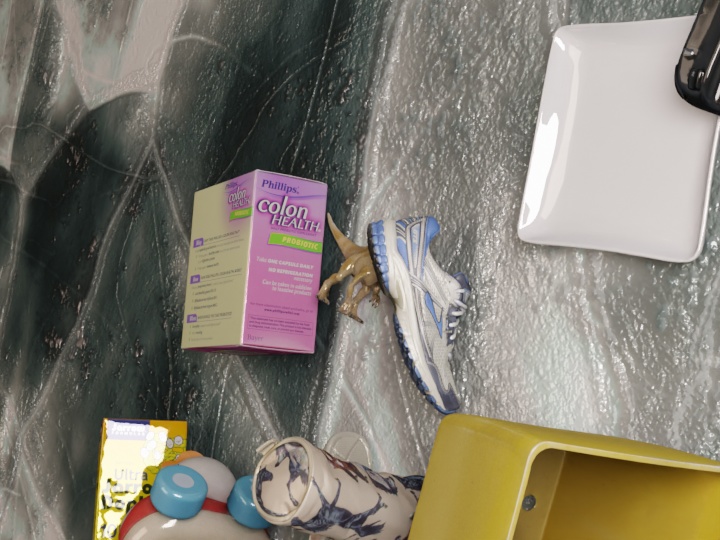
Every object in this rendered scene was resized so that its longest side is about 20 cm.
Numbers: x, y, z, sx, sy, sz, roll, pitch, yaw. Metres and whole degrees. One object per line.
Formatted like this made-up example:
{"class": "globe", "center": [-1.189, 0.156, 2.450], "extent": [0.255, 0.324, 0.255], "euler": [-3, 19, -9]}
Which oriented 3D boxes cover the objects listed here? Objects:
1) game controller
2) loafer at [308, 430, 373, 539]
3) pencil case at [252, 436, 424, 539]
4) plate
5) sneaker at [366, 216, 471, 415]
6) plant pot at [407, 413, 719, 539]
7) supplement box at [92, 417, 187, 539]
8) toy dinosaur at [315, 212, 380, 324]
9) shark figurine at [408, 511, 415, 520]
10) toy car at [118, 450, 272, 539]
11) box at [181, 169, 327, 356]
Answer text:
{"class": "game controller", "center": [0.313, -0.207, 0.818], "extent": [0.104, 0.042, 0.200], "euler": [25, 98, 20]}
{"class": "loafer", "center": [-0.021, 0.272, 1.153], "extent": [0.063, 0.072, 0.201], "euler": [141, 135, -62]}
{"class": "pencil case", "center": [-0.007, 0.212, 1.028], "extent": [0.078, 0.200, 0.089], "euler": [-53, 39, 15]}
{"class": "plate", "center": [0.228, -0.112, 0.935], "extent": [0.199, 0.032, 0.201], "euler": [11, 90, 52]}
{"class": "sneaker", "center": [0.072, 0.039, 1.066], "extent": [0.077, 0.085, 0.201], "euler": [136, 117, -87]}
{"class": "plant pot", "center": [0.142, 0.210, 0.854], "extent": [0.176, 0.199, 0.201], "euler": [25, 102, 64]}
{"class": "supplement box", "center": [-0.287, 0.295, 1.424], "extent": [0.110, 0.109, 0.201], "euler": [145, 128, -72]}
{"class": "toy dinosaur", "center": [0.000, 0.000, 1.205], "extent": [0.101, 0.058, 0.200], "euler": [-60, 25, -1]}
{"class": "shark figurine", "center": [0.086, 0.322, 1.005], "extent": [0.089, 0.128, 0.215], "euler": [6, 67, 28]}
{"class": "toy car", "center": [-0.207, 0.283, 1.315], "extent": [0.185, 0.176, 0.200], "euler": [-66, 27, 21]}
{"class": "box", "center": [-0.129, -0.002, 1.309], "extent": [0.176, 0.096, 0.201], "euler": [-10, 75, 58]}
